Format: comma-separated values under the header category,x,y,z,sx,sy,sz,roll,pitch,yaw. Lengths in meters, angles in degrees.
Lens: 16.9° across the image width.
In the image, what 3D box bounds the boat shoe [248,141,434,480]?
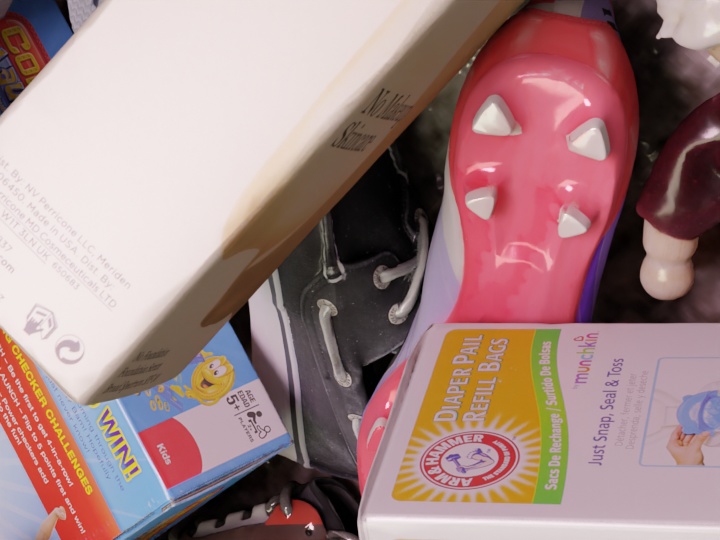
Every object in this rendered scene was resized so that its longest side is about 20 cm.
category,x,y,z,sx,sy,sz,roll,pitch,yaw
boat shoe,0.000,0.000,0.802,0.068,0.072,0.200,22,137,22

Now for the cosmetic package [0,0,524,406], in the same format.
category,x,y,z,sx,sy,sz,roll,pitch,yaw
cosmetic package,-0.021,-0.060,0.664,0.071,0.105,0.200,44,100,6

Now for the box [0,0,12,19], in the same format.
category,x,y,z,sx,sy,sz,roll,pitch,yaw
box,-0.128,-0.188,0.709,0.159,0.048,0.200,60,142,16

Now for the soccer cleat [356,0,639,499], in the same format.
category,x,y,z,sx,sy,sz,roll,pitch,yaw
soccer cleat,0.045,0.006,0.755,0.067,0.077,0.200,16,127,6

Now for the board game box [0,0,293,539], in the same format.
category,x,y,z,sx,sy,sz,roll,pitch,yaw
board game box,-0.137,0.019,0.875,0.196,0.056,0.200,-37,79,50

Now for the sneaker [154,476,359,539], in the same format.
category,x,y,z,sx,sy,sz,roll,pitch,yaw
sneaker,-0.030,0.112,0.937,0.200,0.077,0.082,14,106,24

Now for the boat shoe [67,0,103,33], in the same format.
category,x,y,z,sx,sy,sz,roll,pitch,yaw
boat shoe,-0.039,-0.153,0.708,0.074,0.067,0.200,50,135,40

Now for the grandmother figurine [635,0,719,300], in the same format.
category,x,y,z,sx,sy,sz,roll,pitch,yaw
grandmother figurine,0.136,-0.020,0.703,0.121,0.061,0.200,-19,112,14

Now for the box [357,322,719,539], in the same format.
category,x,y,z,sx,sy,sz,roll,pitch,yaw
box,0.110,0.086,0.680,0.200,0.101,0.113,0,120,14
